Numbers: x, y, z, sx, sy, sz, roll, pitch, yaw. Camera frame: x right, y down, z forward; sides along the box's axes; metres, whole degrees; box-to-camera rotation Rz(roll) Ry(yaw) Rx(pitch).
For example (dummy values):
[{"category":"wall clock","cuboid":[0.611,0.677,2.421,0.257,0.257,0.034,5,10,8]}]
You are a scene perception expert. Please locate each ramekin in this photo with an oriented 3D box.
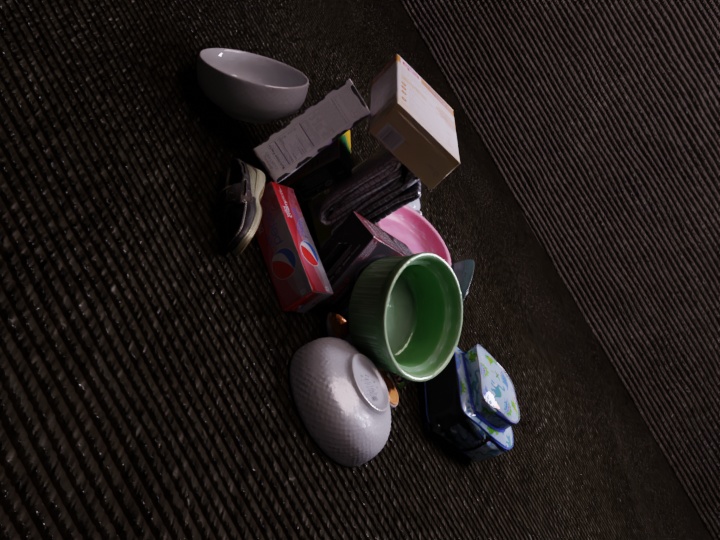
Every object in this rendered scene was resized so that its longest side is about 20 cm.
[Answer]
[{"category":"ramekin","cuboid":[0.070,0.072,1.328,0.197,0.096,0.206,-3,95,-45]}]

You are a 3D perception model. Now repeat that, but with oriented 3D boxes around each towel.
[{"category":"towel","cuboid":[0.028,-0.149,1.479,0.086,0.198,0.166,52,24,-15]}]

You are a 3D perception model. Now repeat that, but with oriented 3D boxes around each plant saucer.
[{"category":"plant saucer","cuboid":[0.171,0.061,1.682,0.035,0.202,0.201,26,27,-5]},{"category":"plant saucer","cuboid":[0.094,-0.052,1.637,0.198,0.051,0.203,30,35,-23]}]

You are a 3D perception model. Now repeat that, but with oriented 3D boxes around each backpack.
[{"category":"backpack","cuboid":[0.222,0.259,1.568,0.200,0.145,0.186,45,28,-36]}]

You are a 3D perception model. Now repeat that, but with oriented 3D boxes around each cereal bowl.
[{"category":"cereal bowl","cuboid":[-0.015,0.187,1.236,0.200,0.082,0.202,47,24,-28]},{"category":"cereal bowl","cuboid":[-0.191,-0.311,1.412,0.195,0.085,0.201,15,24,-7]}]

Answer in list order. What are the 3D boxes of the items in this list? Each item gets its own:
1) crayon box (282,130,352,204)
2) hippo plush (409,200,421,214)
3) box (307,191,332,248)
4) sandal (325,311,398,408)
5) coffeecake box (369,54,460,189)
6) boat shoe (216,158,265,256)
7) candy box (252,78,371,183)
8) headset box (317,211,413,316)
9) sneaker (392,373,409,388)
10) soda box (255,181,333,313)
[{"category":"crayon box","cuboid":[-0.081,-0.223,1.551,0.052,0.124,0.203,51,22,-35]},{"category":"hippo plush","cuboid":[0.084,-0.178,1.809,0.163,0.158,0.200,55,22,-5]},{"category":"box","cuboid":[-0.016,-0.060,1.593,0.199,0.047,0.124,28,37,-51]},{"category":"sandal","cuboid":[0.018,0.141,1.394,0.208,0.059,0.080,51,23,-18]},{"category":"coffeecake box","cuboid":[0.092,-0.260,1.409,0.153,0.073,0.202,39,29,-23]},{"category":"boat shoe","cuboid":[-0.191,-0.100,1.255,0.064,0.073,0.202,33,28,-24]},{"category":"candy box","cuboid":[-0.086,-0.236,1.408,0.072,0.198,0.168,54,0,-9]},{"category":"headset box","cuboid":[0.000,0.000,1.403,0.199,0.149,0.075,29,17,-52]},{"category":"sneaker","cuboid":[0.061,0.139,1.469,0.085,0.078,0.201,37,11,-21]},{"category":"soda box","cuboid":[-0.117,-0.037,1.317,0.063,0.069,0.204,11,52,-58]}]
